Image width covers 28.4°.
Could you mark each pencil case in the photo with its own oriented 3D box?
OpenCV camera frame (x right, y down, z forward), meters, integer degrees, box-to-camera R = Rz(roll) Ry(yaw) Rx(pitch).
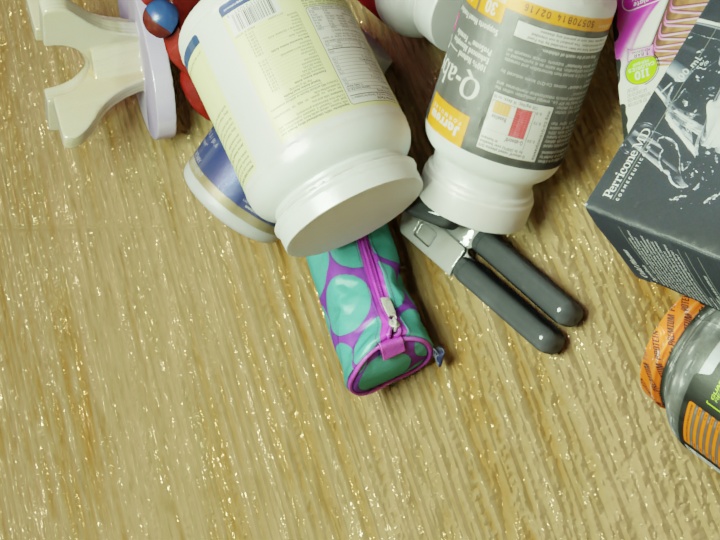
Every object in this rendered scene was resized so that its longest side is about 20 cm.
[{"bbox_3d":[0.000,0.000,1.208,0.093,0.084,0.202,115,142,-55],"label":"pencil case"}]

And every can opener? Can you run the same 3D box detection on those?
[{"bbox_3d":[0.092,-0.009,1.154,0.200,0.066,0.054,43,105,37],"label":"can opener"}]

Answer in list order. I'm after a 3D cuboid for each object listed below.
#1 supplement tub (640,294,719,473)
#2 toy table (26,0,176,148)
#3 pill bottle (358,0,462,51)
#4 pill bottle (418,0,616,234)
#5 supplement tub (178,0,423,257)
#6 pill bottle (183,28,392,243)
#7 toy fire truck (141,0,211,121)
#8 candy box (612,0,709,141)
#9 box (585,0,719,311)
[{"bbox_3d":[0.288,0.096,0.936,0.200,0.122,0.123,39,102,38],"label":"supplement tub"},{"bbox_3d":[-0.261,-0.213,1.422,0.185,0.115,0.201,98,155,-47],"label":"toy table"},{"bbox_3d":[0.037,-0.277,1.242,0.113,0.112,0.200,-54,52,13],"label":"pill bottle"},{"bbox_3d":[0.117,-0.139,1.114,0.116,0.115,0.202,38,120,38],"label":"pill bottle"},{"bbox_3d":[-0.046,-0.128,1.136,0.144,0.144,0.202,-33,75,26],"label":"supplement tub"},{"bbox_3d":[-0.062,-0.134,1.281,0.201,0.110,0.111,-52,53,15],"label":"pill bottle"},{"bbox_3d":[-0.154,-0.243,1.345,0.111,0.167,0.202,-30,61,28],"label":"toy fire truck"},{"bbox_3d":[0.262,-0.163,1.066,0.135,0.061,0.203,-15,69,34],"label":"candy box"},{"bbox_3d":[0.276,-0.070,0.894,0.181,0.104,0.201,25,78,42],"label":"box"}]
